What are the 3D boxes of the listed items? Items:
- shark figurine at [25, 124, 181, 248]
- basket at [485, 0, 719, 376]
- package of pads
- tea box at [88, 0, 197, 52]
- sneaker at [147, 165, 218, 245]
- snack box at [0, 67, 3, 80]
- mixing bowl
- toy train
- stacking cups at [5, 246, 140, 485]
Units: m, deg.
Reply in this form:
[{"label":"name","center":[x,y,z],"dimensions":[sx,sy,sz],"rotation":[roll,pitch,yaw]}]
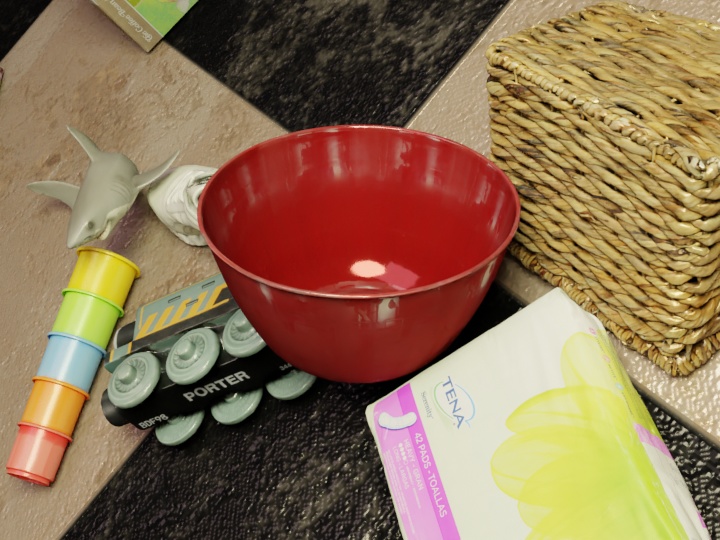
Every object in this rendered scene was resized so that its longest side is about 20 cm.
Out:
[{"label":"shark figurine","center":[-0.243,-0.091,0.952],"dimensions":[0.128,0.090,0.214],"rotation":[-47,20,-9]},{"label":"basket","center":[0.185,-0.063,0.655],"dimensions":[0.142,0.150,0.200],"rotation":[-24,40,-22]},{"label":"package of pads","center":[0.099,0.124,0.592],"dimensions":[0.154,0.068,0.201],"rotation":[-33,47,16]},{"label":"tea box","center":[-0.239,-0.379,1.137],"dimensions":[0.197,0.134,0.200],"rotation":[-47,45,3]},{"label":"sneaker","center":[-0.124,-0.057,0.876],"dimensions":[0.199,0.081,0.075],"rotation":[23,79,45]},{"label":"snack box","center":[-0.505,-0.193,1.195],"dimensions":[0.067,0.168,0.201],"rotation":[-23,51,28]},{"label":"mixing bowl","center":[0.000,0.000,0.674],"dimensions":[0.198,0.109,0.201],"rotation":[-1,34,1]},{"label":"toy train","center":[-0.107,0.052,0.791],"dimensions":[0.199,0.085,0.115],"rotation":[-23,43,20]},{"label":"stacking cups","center":[-0.250,0.082,0.902],"dimensions":[0.060,0.060,0.201],"rotation":[2,67,38]}]
